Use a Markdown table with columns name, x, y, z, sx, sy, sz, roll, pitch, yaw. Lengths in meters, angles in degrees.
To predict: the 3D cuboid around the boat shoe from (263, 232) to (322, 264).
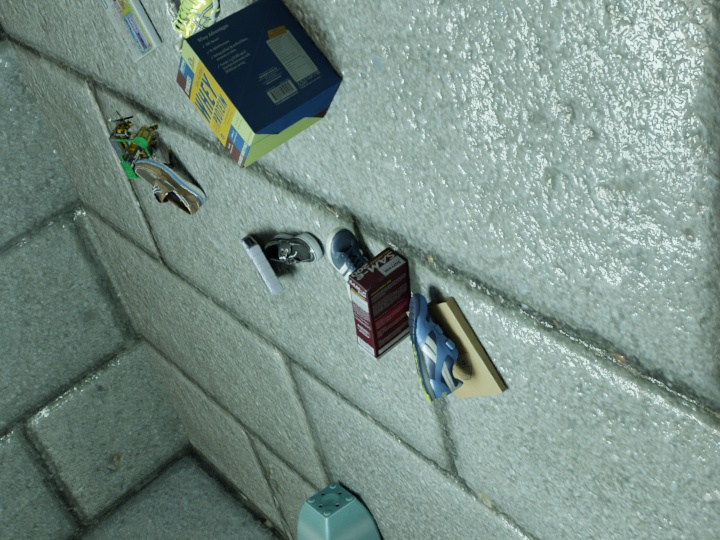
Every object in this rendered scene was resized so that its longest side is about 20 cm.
| name | x | y | z | sx | sy | sz | roll | pitch | yaw |
| --- | --- | --- | --- | --- | --- | --- | --- | --- | --- |
| boat shoe | -0.156 | -0.043 | 2.150 | 0.199 | 0.066 | 0.071 | 15 | 134 | 55 |

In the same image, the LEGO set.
| name | x | y | z | sx | sy | sz | roll | pitch | yaw |
| --- | --- | --- | --- | --- | --- | --- | --- | --- | --- |
| LEGO set | -0.555 | -0.328 | 2.507 | 0.151 | 0.117 | 0.201 | 0 | 142 | 26 |

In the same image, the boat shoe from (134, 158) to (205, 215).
| name | x | y | z | sx | sy | sz | roll | pitch | yaw |
| --- | --- | --- | --- | --- | --- | --- | --- | --- | --- |
| boat shoe | -0.491 | -0.210 | 2.457 | 0.198 | 0.073 | 0.072 | 28 | 147 | -2 |

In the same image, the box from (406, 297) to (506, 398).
| name | x | y | z | sx | sy | sz | roll | pitch | yaw |
| --- | --- | --- | --- | --- | --- | --- | --- | --- | --- |
| box | 0.179 | 0.149 | 1.838 | 0.202 | 0.021 | 0.163 | 59 | 155 | -5 |

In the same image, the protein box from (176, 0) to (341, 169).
| name | x | y | z | sx | sy | sz | roll | pitch | yaw |
| --- | --- | --- | --- | --- | --- | --- | --- | --- | --- |
| protein box | -0.178 | -0.329 | 1.682 | 0.201 | 0.197 | 0.135 | 52 | 155 | 6 |

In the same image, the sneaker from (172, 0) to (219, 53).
| name | x | y | z | sx | sy | sz | roll | pitch | yaw |
| --- | --- | --- | --- | --- | --- | --- | --- | --- | --- |
| sneaker | -0.322 | -0.494 | 1.884 | 0.075 | 0.076 | 0.201 | 46 | 152 | 22 |

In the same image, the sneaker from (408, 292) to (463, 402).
| name | x | y | z | sx | sy | sz | roll | pitch | yaw |
| --- | --- | --- | --- | --- | --- | --- | --- | --- | --- |
| sneaker | 0.137 | 0.138 | 1.801 | 0.074 | 0.081 | 0.204 | -113 | 10 | -84 |

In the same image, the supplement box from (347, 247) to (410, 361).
| name | x | y | z | sx | sy | sz | roll | pitch | yaw |
| --- | --- | --- | --- | --- | --- | --- | --- | --- | --- |
| supplement box | 0.041 | 0.067 | 1.882 | 0.061 | 0.108 | 0.202 | 36 | 148 | 35 |

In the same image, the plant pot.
| name | x | y | z | sx | sy | sz | roll | pitch | yaw |
| --- | --- | --- | --- | --- | --- | --- | --- | --- | --- |
| plant pot | -0.072 | 0.745 | 2.842 | 0.195 | 0.194 | 0.203 | 23 | 131 | 49 |

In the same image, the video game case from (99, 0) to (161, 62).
| name | x | y | z | sx | sy | sz | roll | pitch | yaw |
| --- | --- | --- | --- | --- | --- | --- | --- | --- | --- |
| video game case | -0.535 | -0.587 | 2.217 | 0.181 | 0.022 | 0.202 | -1 | 120 | 61 |

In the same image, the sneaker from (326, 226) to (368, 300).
| name | x | y | z | sx | sy | sz | roll | pitch | yaw |
| --- | --- | --- | --- | --- | --- | --- | --- | --- | --- |
| sneaker | 0.000 | 0.000 | 1.921 | 0.084 | 0.075 | 0.202 | 28 | 154 | 47 |

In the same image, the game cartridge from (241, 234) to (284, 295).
| name | x | y | z | sx | sy | sz | roll | pitch | yaw |
| --- | --- | --- | --- | --- | --- | --- | --- | --- | --- |
| game cartridge | -0.234 | -0.012 | 2.299 | 0.131 | 0.038 | 0.200 | 66 | 172 | -12 |
